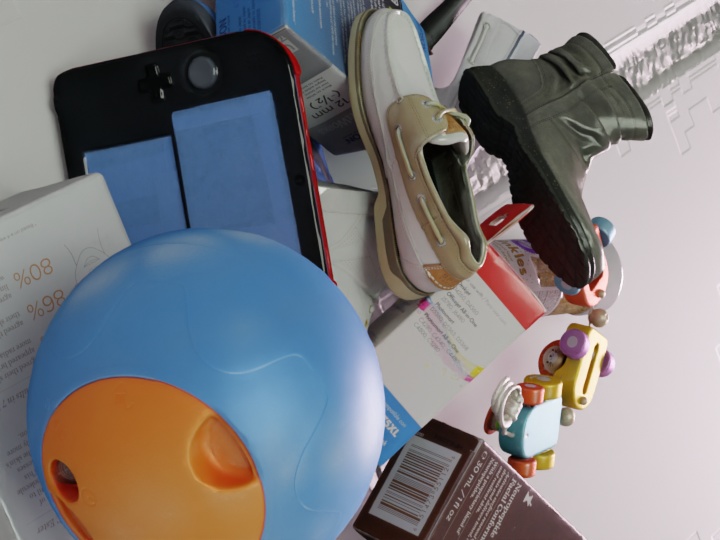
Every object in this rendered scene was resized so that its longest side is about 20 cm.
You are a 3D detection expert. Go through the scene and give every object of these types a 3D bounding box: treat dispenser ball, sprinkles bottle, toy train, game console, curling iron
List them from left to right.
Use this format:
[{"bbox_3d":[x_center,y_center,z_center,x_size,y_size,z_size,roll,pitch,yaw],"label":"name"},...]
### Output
[{"bbox_3d":[-0.110,-0.046,1.060,0.031,0.175,0.203,-15,96,-75],"label":"game console"},{"bbox_3d":[-0.085,0.078,0.899,0.199,0.200,0.204,5,82,-39],"label":"treat dispenser ball"},{"bbox_3d":[0.051,-0.173,1.283,0.201,0.049,0.026,-54,150,-34],"label":"curling iron"},{"bbox_3d":[0.124,0.008,1.304,0.198,0.068,0.069,-4,88,-40],"label":"sprinkles bottle"},{"bbox_3d":[0.139,0.058,1.242,0.201,0.055,0.151,-55,140,-31],"label":"toy train"}]

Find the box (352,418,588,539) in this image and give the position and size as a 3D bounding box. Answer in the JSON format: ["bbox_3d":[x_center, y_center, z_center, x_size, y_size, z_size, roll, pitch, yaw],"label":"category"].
[{"bbox_3d":[0.089,0.201,1.214,0.200,0.074,0.101,44,71,-46],"label":"box"}]

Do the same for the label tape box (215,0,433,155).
[{"bbox_3d":[-0.022,-0.165,1.166,0.200,0.066,0.145,38,37,-46],"label":"label tape box"}]

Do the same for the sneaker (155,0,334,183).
[{"bbox_3d":[-0.077,-0.112,1.159,0.201,0.065,0.079,60,42,-18],"label":"sneaker"}]

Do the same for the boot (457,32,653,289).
[{"bbox_3d":[0.169,-0.092,1.211,0.129,0.068,0.202,-17,65,-19],"label":"boot"}]

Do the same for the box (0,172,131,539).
[{"bbox_3d":[-0.206,0.065,1.000,0.152,0.106,0.202,-29,104,-38],"label":"box"}]

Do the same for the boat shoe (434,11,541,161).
[{"bbox_3d":[0.069,-0.117,1.282,0.065,0.074,0.201,32,67,1],"label":"boat shoe"}]

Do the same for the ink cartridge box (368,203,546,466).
[{"bbox_3d":[0.060,0.041,1.159,0.200,0.116,0.067,-42,95,-2],"label":"ink cartridge box"}]

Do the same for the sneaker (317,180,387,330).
[{"bbox_3d":[0.000,0.000,1.147,0.199,0.073,0.117,4,96,-52],"label":"sneaker"}]

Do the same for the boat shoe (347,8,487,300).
[{"bbox_3d":[0.044,-0.085,1.092,0.074,0.068,0.203,-1,78,-52],"label":"boat shoe"}]
